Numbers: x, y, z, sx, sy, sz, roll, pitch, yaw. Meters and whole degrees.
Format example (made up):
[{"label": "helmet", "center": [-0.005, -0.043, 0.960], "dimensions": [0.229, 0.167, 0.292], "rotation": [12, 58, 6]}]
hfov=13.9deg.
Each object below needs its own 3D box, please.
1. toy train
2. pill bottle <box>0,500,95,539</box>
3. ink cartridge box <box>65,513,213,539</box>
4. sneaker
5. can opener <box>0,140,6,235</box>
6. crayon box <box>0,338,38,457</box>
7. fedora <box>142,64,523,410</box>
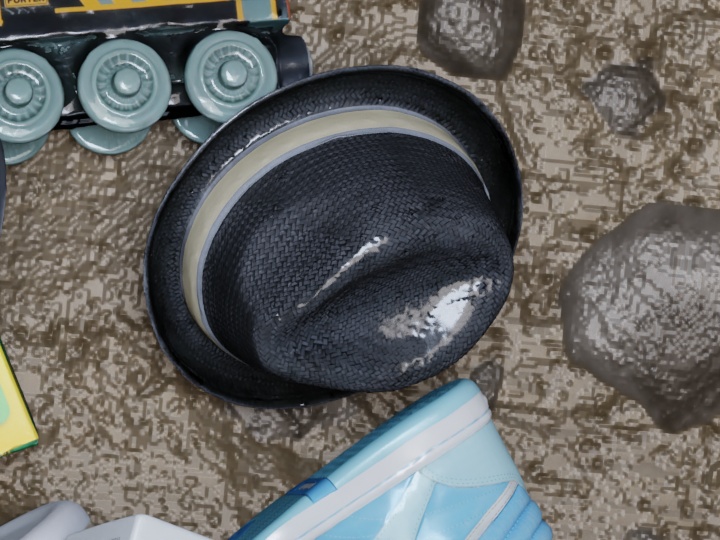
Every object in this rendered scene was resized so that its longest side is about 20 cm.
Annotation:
[{"label": "toy train", "center": [-0.123, -0.117, 1.444], "dimensions": [0.199, 0.085, 0.115], "rotation": [-6, 83, -12]}, {"label": "pill bottle", "center": [-0.136, 0.223, 1.437], "dimensions": [0.115, 0.116, 0.201], "rotation": [-32, 96, -6]}, {"label": "ink cartridge box", "center": [-0.081, 0.231, 1.349], "dimensions": [0.145, 0.083, 0.201], "rotation": [23, 67, -25]}, {"label": "sneaker", "center": [0.009, 0.160, 1.473], "dimensions": [0.200, 0.080, 0.131], "rotation": [-35, 95, -4]}, {"label": "can opener", "center": [-0.213, 0.020, 1.389], "dimensions": [0.063, 0.079, 0.201], "rotation": [11, 99, -17]}, {"label": "crayon box", "center": [-0.247, 0.013, 1.443], "dimensions": [0.118, 0.058, 0.201], "rotation": [-22, 94, -6]}, {"label": "fedora", "center": [0.000, 0.000, 1.426], "dimensions": [0.200, 0.092, 0.201], "rotation": [-11, 119, -20]}]
